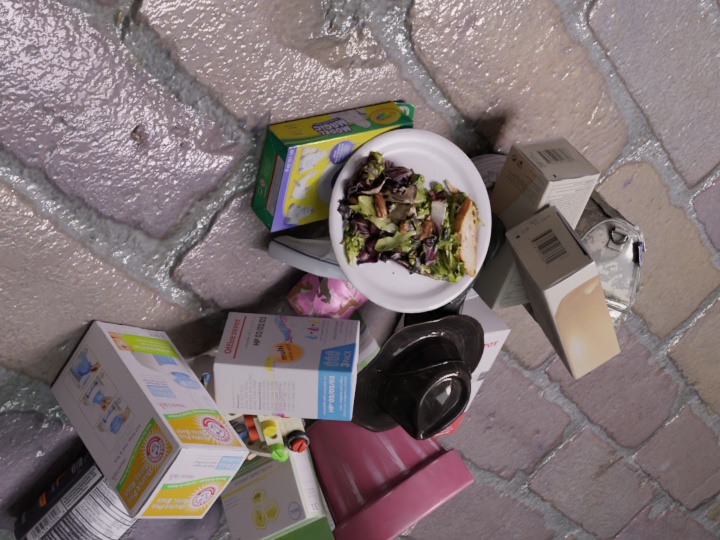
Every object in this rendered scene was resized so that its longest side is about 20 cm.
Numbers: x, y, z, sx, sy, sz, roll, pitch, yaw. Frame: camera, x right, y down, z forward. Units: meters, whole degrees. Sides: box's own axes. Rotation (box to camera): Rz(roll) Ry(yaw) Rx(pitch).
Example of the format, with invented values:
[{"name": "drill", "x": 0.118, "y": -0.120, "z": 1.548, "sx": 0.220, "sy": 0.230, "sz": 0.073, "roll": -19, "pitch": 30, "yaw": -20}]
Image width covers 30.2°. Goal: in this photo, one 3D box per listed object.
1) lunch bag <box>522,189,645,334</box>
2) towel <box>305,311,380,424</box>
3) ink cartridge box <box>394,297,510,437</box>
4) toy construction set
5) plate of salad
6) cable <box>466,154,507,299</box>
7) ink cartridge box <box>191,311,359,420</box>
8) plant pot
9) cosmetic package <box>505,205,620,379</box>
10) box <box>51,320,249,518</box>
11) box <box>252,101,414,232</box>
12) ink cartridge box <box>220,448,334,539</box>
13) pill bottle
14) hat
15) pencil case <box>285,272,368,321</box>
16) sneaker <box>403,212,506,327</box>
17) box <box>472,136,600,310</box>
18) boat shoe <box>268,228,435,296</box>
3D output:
[{"name": "lunch bag", "x": 0.296, "y": -0.014, "z": 1.785, "sx": 0.137, "sy": 0.200, "sz": 0.170, "roll": 17, "pitch": 106, "yaw": -11}, {"name": "towel", "x": -0.047, "y": 0.118, "z": 1.735, "sx": 0.149, "sy": 0.031, "sz": 0.200, "roll": -39, "pitch": 146, "yaw": -4}, {"name": "ink cartridge box", "x": 0.100, "y": 0.139, "z": 1.859, "sx": 0.145, "sy": 0.083, "sz": 0.202, "roll": -6, "pitch": 133, "yaw": -42}, {"name": "toy construction set", "x": -0.137, "y": 0.183, "z": 1.647, "sx": 0.129, "sy": 0.093, "sz": 0.201, "roll": -16, "pitch": 144, "yaw": -1}, {"name": "plate of salad", "x": 0.060, "y": -0.055, "z": 1.466, "sx": 0.197, "sy": 0.048, "sz": 0.204, "roll": -1, "pitch": 91, "yaw": -22}, {"name": "cable", "x": 0.152, "y": -0.054, "z": 1.715, "sx": 0.198, "sy": 0.069, "sz": 0.201, "roll": 5, "pitch": 125, "yaw": -48}, {"name": "ink cartridge box", "x": -0.103, "y": 0.107, "z": 1.529, "sx": 0.196, "sy": 0.116, "sz": 0.069, "roll": 3, "pitch": 118, "yaw": 2}, {"name": "plant pot", "x": 0.022, "y": 0.257, "z": 1.751, "sx": 0.199, "sy": 0.180, "sz": 0.200, "roll": -32, "pitch": 170, "yaw": -6}, {"name": "cosmetic package", "x": 0.244, "y": 0.029, "z": 1.594, "sx": 0.070, "sy": 0.106, "sz": 0.201, "roll": -29, "pitch": 142, "yaw": 0}, {"name": "box", "x": -0.229, "y": 0.163, "z": 1.446, "sx": 0.112, "sy": 0.200, "sz": 0.102, "roll": 14, "pitch": 118, "yaw": -51}, {"name": "box", "x": -0.020, "y": -0.118, "z": 1.490, "sx": 0.198, "sy": 0.048, "sz": 0.118, "roll": -18, "pitch": 138, "yaw": -35}, {"name": "ink cartridge box", "x": -0.103, "y": 0.340, "z": 1.732, "sx": 0.145, "sy": 0.203, "sz": 0.048, "roll": -30, "pitch": 159, "yaw": 36}, {"name": "pill bottle", "x": -0.304, "y": 0.267, "z": 1.569, "sx": 0.200, "sy": 0.106, "sz": 0.106, "roll": -45, "pitch": 146, "yaw": 3}, {"name": "hat", "x": 0.081, "y": 0.148, "z": 1.611, "sx": 0.198, "sy": 0.081, "sz": 0.202, "roll": -21, "pitch": 143, "yaw": -17}, {"name": "pencil case", "x": 0.000, "y": 0.000, "z": 1.610, "sx": 0.199, "sy": 0.087, "sz": 0.083, "roll": -41, "pitch": -177, "yaw": -2}, {"name": "sneaker", "x": 0.092, "y": 0.021, "z": 1.601, "sx": 0.114, "sy": 0.076, "sz": 0.200, "roll": -24, "pitch": 152, "yaw": -55}, {"name": "box", "x": 0.204, "y": -0.056, "z": 1.631, "sx": 0.094, "sy": 0.078, "sz": 0.202, "roll": -10, "pitch": 136, "yaw": -37}, {"name": "boat shoe", "x": -0.003, "y": -0.030, "z": 1.522, "sx": 0.075, "sy": 0.199, "sz": 0.088, "roll": -17, "pitch": 120, "yaw": -81}]
